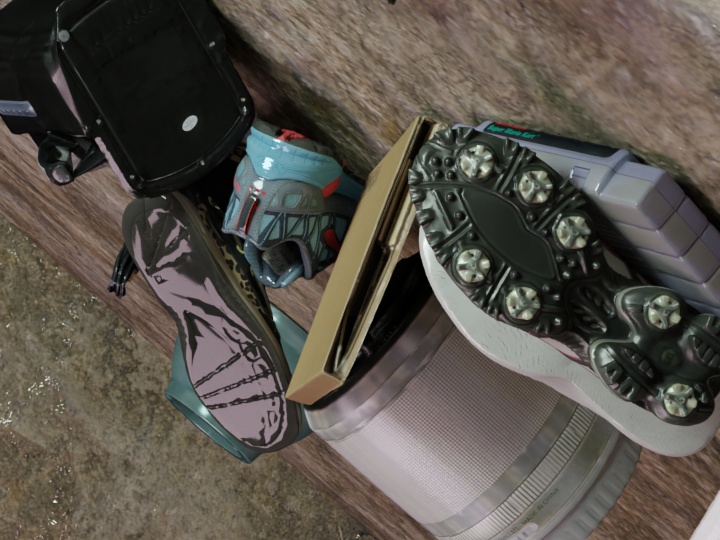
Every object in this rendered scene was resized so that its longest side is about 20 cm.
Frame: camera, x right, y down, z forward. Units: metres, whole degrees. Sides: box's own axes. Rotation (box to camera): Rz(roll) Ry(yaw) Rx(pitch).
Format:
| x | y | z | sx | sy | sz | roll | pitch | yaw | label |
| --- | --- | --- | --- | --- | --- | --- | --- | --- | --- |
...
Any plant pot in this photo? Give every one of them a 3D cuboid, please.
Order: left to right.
| x | y | z | sx | sy | sz | roll | pitch | yaw | label |
| --- | --- | --- | --- | --- | --- | --- | --- | --- | --- |
| -0.121 | 0.117 | 2.210 | 0.200 | 0.134 | 0.200 | 37 | 168 | 9 | plant pot |

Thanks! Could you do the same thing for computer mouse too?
| x | y | z | sx | sy | sz | roll | pitch | yaw | label |
| --- | --- | --- | --- | --- | --- | --- | --- | --- | --- |
| -0.136 | -0.055 | 1.492 | 0.034 | 0.201 | 0.059 | 24 | 142 | -7 | computer mouse |

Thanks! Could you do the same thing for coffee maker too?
| x | y | z | sx | sy | sz | roll | pitch | yaw | label |
| --- | --- | --- | --- | --- | --- | --- | --- | --- | --- |
| -0.176 | -0.153 | 1.415 | 0.200 | 0.134 | 0.193 | 15 | 114 | 63 | coffee maker |

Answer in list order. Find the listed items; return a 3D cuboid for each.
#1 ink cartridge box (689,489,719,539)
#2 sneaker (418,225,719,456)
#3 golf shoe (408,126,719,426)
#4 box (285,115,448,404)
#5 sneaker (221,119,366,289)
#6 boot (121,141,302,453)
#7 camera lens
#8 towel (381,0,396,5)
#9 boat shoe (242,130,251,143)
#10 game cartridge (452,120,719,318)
| x | y | z | sx | sy | sz | roll | pitch | yaw | label |
| --- | --- | --- | --- | --- | --- | --- | --- | --- | --- |
| 0.253 | 0.111 | 0.928 | 0.173 | 0.044 | 0.201 | 34 | 131 | 14 | ink cartridge box |
| 0.108 | 0.030 | 1.165 | 0.200 | 0.075 | 0.088 | 40 | -179 | -10 | sneaker |
| 0.100 | 0.007 | 1.074 | 0.200 | 0.077 | 0.088 | 41 | 176 | -7 | golf shoe |
| 0.000 | 0.000 | 1.297 | 0.021 | 0.164 | 0.200 | 22 | 170 | -5 | box |
| -0.046 | -0.033 | 1.425 | 0.079 | 0.096 | 0.200 | 24 | 175 | 23 | sneaker |
| -0.080 | 0.011 | 1.465 | 0.201 | 0.073 | 0.151 | 60 | -153 | -12 | boot |
| 0.073 | 0.095 | 1.432 | 0.200 | 0.160 | 0.160 | 42 | 168 | -12 | camera lens |
| -0.057 | -0.211 | 0.988 | 0.200 | 0.035 | 0.193 | 37 | 168 | 9 | towel |
| -0.121 | -0.084 | 1.595 | 0.199 | 0.068 | 0.074 | 33 | 167 | 30 | boat shoe |
| 0.131 | -0.022 | 1.126 | 0.130 | 0.038 | 0.200 | 50 | 165 | -27 | game cartridge |
